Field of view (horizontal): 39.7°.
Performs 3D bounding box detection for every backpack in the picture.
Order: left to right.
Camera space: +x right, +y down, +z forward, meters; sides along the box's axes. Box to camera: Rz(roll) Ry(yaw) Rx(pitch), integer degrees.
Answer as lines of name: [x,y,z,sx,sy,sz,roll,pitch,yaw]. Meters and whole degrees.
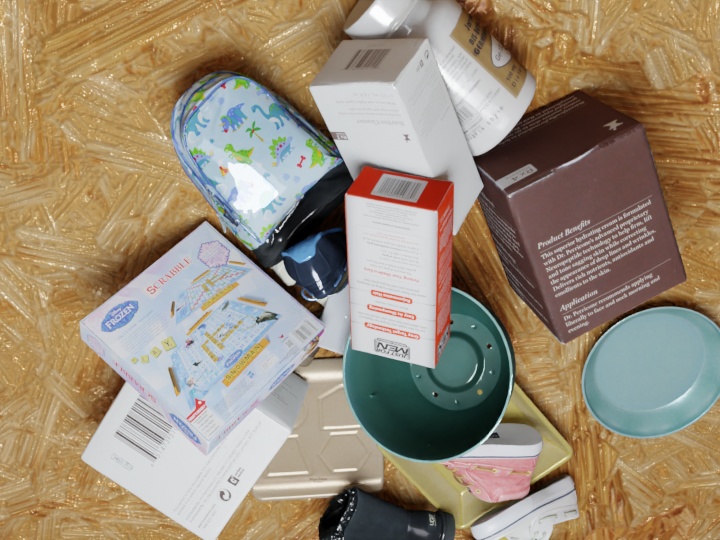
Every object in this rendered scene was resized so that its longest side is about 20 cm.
backpack: [-0.117,-0.127,1.096,0.163,0.154,0.200,-42,85,2]

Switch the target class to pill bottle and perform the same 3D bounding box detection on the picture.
pill bottle: [0.083,-0.227,1.072,0.199,0.115,0.114,38,108,-18]

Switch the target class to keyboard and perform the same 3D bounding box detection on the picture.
keyboard: [0.000,0.000,1.188,0.056,0.011,0.203,19,87,-17]

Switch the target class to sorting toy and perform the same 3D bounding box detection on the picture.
sorting toy: [-0.061,0.209,1.328,0.182,0.037,0.203,-3,112,-3]

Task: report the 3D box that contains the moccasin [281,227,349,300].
moccasin: [-0.047,0.000,1.079,0.080,0.200,0.069,-26,92,11]

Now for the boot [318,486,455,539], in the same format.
boot: [0.015,0.373,1.365,0.166,0.077,0.201,18,132,-17]

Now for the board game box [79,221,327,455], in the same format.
board game box: [-0.174,0.070,1.123,0.199,0.200,0.041,40,147,12]

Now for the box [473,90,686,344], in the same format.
box: [0.238,-0.063,1.125,0.164,0.165,0.202,-25,116,-2]

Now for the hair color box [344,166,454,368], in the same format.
hair color box: [0.042,-0.001,1.045,0.100,0.061,0.202,12,128,17]

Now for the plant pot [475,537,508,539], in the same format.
plant pot: [0.185,0.465,1.389,0.200,0.201,0.190,35,94,-19]

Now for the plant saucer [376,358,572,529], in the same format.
plant saucer: [0.151,0.226,1.339,0.199,0.049,0.200,-37,112,14]

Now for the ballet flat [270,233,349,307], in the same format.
ballet flat: [-0.057,0.000,1.196,0.198,0.072,0.072,31,111,-18]

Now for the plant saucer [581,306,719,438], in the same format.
plant saucer: [0.385,0.128,1.314,0.196,0.036,0.203,-1,117,-3]

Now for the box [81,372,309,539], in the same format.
box: [-0.200,0.184,1.229,0.199,0.131,0.200,33,111,-5]

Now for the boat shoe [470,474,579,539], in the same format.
boat shoe: [0.230,0.332,1.326,0.073,0.198,0.068,-35,74,49]

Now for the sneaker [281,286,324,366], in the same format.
sneaker: [-0.132,0.043,1.230,0.198,0.070,0.076,29,92,-20]

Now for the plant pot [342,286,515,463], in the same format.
plant pot: [0.096,0.115,1.195,0.197,0.161,0.204,0,90,17]

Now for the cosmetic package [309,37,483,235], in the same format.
cosmetic package: [0.042,-0.137,1.041,0.112,0.082,0.201,7,139,36]

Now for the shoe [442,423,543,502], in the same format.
shoe: [0.133,0.247,1.282,0.197,0.072,0.092,4,113,-9]
